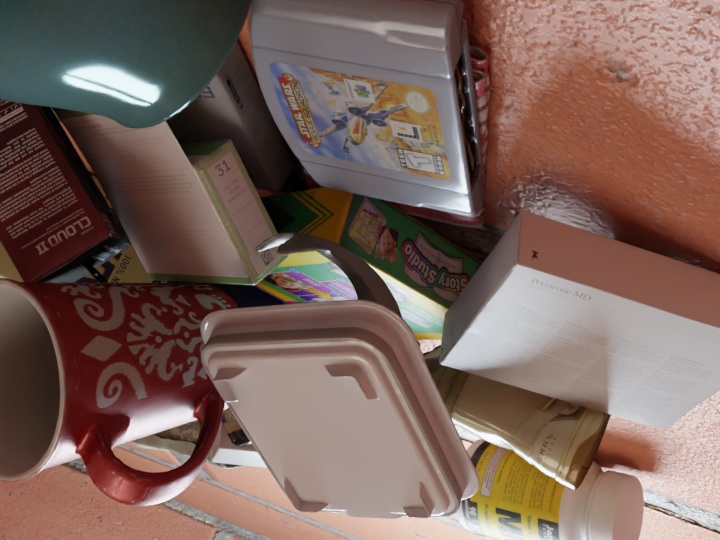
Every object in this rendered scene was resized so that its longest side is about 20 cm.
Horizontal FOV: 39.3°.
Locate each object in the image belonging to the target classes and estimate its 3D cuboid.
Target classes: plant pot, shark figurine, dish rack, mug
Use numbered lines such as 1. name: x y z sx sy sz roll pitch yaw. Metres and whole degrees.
1. plant pot: -0.162 -0.173 0.523 0.199 0.202 0.187 0 160 44
2. shark figurine: 0.007 0.055 0.730 0.127 0.090 0.216 -14 122 -6
3. dish rack: -0.019 0.111 0.715 0.170 0.044 0.201 -5 129 29
4. mug: -0.178 0.089 0.747 0.133 0.179 0.199 -27 168 32

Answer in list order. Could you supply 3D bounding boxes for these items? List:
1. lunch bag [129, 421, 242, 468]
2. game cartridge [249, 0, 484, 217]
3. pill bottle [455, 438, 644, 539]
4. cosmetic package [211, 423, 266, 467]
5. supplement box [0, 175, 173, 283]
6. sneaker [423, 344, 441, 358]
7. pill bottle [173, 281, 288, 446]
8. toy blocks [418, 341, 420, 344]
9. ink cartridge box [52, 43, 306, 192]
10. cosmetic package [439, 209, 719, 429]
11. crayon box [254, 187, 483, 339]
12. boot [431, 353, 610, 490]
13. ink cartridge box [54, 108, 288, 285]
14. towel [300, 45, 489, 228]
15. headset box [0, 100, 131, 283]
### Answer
1. lunch bag: -0.154 0.150 1.156 0.163 0.199 0.119 5 112 37
2. game cartridge: 0.006 -0.104 0.619 0.132 0.042 0.200 9 155 16
3. pill bottle: 0.218 0.267 1.172 0.198 0.115 0.114 5 150 37
4. cosmetic package: -0.046 0.157 1.013 0.198 0.083 0.051 9 151 -14
5. supplement box: -0.280 0.008 1.067 0.198 0.135 0.200 23 157 1
6. sneaker: 0.072 0.128 0.968 0.198 0.091 0.078 -15 146 -2
7. pill bottle: -0.111 0.049 0.929 0.202 0.111 0.112 63 152 2
8. toy blocks: -0.003 0.090 1.051 0.135 0.101 0.200 0 153 24
9. ink cartridge box: -0.156 -0.118 0.803 0.198 0.041 0.200 13 155 23
10. cosmetic package: 0.176 0.043 0.742 0.198 0.052 0.151 17 147 -9
11. crayon box: 0.000 0.000 0.848 0.171 0.059 0.199 -5 154 46
12. boot: 0.139 0.105 0.871 0.154 0.074 0.200 22 -159 16
13. ink cartridge box: -0.152 -0.083 0.757 0.145 0.048 0.201 3 125 47
14. towel: 0.020 -0.099 0.699 0.145 0.030 0.200 16 156 13
15. headset box: -0.257 -0.072 0.789 0.201 0.075 0.149 60 173 -2
